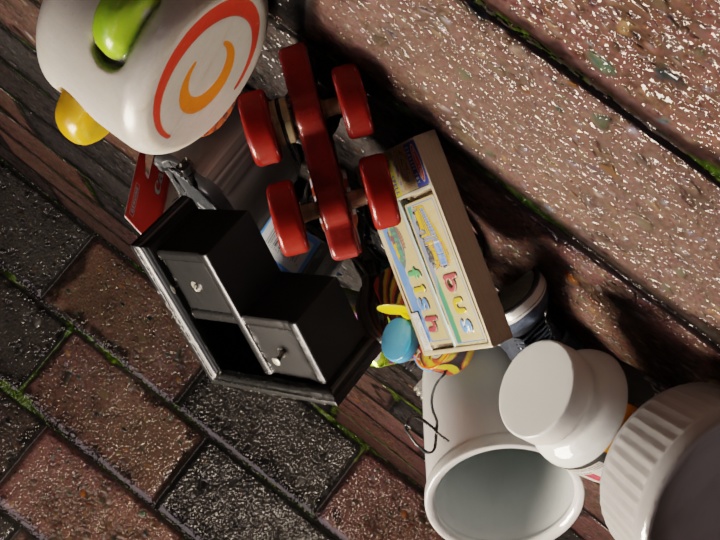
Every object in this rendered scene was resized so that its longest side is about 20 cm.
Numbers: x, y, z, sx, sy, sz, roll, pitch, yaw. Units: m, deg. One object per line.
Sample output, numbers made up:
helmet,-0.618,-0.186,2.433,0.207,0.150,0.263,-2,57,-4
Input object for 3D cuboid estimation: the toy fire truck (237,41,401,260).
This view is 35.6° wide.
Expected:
toy fire truck,-0.037,-0.105,1.038,0.168,0.111,0.202,-103,-3,-84

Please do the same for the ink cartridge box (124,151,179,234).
ink cartridge box,-0.218,-0.111,1.381,0.043,0.202,0.174,0,154,14

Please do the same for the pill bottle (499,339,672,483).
pill bottle,0.234,0.144,1.073,0.199,0.117,0.116,25,175,-33

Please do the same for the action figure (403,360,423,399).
action figure,0.131,0.130,1.416,0.118,0.103,0.200,24,176,-18

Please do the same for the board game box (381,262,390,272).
board game box,0.074,0.014,1.364,0.199,0.028,0.135,25,160,46

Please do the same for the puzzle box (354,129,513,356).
puzzle box,0.065,-0.020,1.044,0.133,0.025,0.202,-18,93,64

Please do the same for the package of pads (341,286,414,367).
package of pads,-0.025,0.061,1.354,0.198,0.069,0.154,14,-174,24

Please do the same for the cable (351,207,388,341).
cable,0.000,0.000,1.275,0.050,0.202,0.097,-18,152,18

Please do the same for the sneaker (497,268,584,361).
sneaker,0.190,0.078,1.131,0.146,0.077,0.202,49,177,4

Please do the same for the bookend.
bookend,-0.108,0.030,1.183,0.199,0.092,0.200,5,132,41

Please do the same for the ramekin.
ramekin,0.305,0.193,1.005,0.202,0.202,0.094,47,175,-33

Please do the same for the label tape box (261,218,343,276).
label tape box,-0.091,-0.053,1.467,0.144,0.064,0.200,35,-169,12

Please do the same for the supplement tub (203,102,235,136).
supplement tub,-0.229,-0.218,1.196,0.199,0.123,0.123,28,164,36

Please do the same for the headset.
headset,0.029,-0.039,1.166,0.199,0.095,0.124,26,165,5

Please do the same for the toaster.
toaster,-0.148,-0.124,1.279,0.113,0.130,0.200,32,166,21

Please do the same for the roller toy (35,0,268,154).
roller toy,-0.183,-0.207,0.973,0.139,0.182,0.201,35,142,15

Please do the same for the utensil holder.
utensil holder,0.151,0.183,1.253,0.170,0.169,0.201,45,-155,-29

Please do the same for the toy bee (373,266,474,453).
toy bee,0.084,0.069,1.164,0.130,0.109,0.201,-6,-117,-54
